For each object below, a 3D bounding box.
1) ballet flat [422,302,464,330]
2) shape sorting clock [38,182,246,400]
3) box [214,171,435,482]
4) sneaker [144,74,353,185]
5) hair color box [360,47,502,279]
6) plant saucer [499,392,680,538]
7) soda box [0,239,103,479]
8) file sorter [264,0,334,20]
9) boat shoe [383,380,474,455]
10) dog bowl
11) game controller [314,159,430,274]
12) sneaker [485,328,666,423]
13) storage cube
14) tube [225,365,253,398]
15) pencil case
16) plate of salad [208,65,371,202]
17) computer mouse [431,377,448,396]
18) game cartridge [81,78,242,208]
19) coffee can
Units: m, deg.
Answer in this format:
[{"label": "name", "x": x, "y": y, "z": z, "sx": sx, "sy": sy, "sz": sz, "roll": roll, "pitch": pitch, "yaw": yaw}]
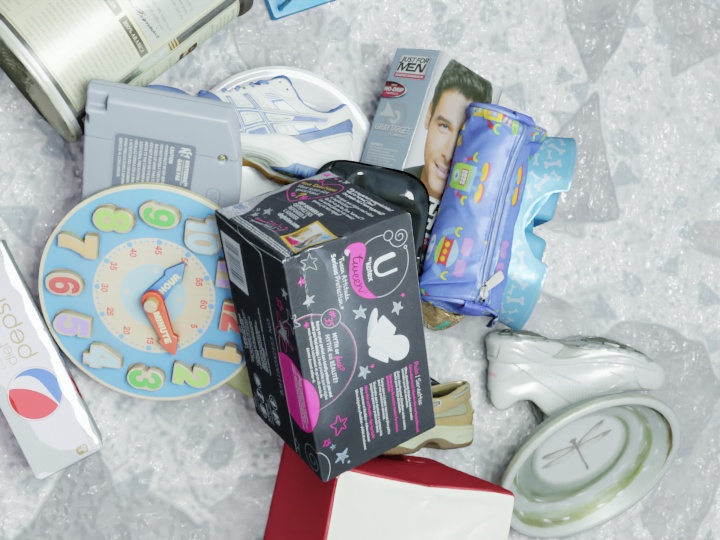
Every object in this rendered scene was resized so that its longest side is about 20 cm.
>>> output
[{"label": "ballet flat", "x": 0.105, "y": -0.037, "z": 1.069, "sx": 0.070, "sy": 0.065, "sz": 0.201, "roll": 12, "pitch": 86, "yaw": -21}, {"label": "shape sorting clock", "x": -0.177, "y": 0.022, "z": 0.921, "sx": 0.199, "sy": 0.039, "sz": 0.201, "roll": 0, "pitch": 112, "yaw": -1}, {"label": "box", "x": -0.026, "y": 0.040, "z": 0.871, "sx": 0.114, "sy": 0.132, "sz": 0.201, "roll": -21, "pitch": 119, "yaw": -24}, {"label": "sneaker", "x": -0.100, "y": -0.136, "z": 0.953, "sx": 0.199, "sy": 0.075, "sz": 0.089, "roll": 17, "pitch": 80, "yaw": -23}, {"label": "hair color box", "x": 0.056, "y": -0.098, "z": 1.024, "sx": 0.099, "sy": 0.061, "sz": 0.201, "roll": 20, "pitch": 87, "yaw": -44}, {"label": "plant saucer", "x": 0.223, "y": 0.187, "z": 1.086, "sx": 0.199, "sy": 0.050, "sz": 0.201, "roll": -12, "pitch": 131, "yaw": -14}, {"label": "soda box", "x": -0.294, "y": 0.076, "z": 0.933, "sx": 0.063, "sy": 0.068, "sz": 0.201, "roll": -27, "pitch": 98, "yaw": -13}, {"label": "file sorter", "x": -0.004, "y": -0.342, "z": 1.005, "sx": 0.199, "sy": 0.123, "sz": 0.139, "roll": -22, "pitch": 96, "yaw": -17}, {"label": "boat shoe", "x": 0.038, "y": 0.127, "z": 1.003, "sx": 0.200, "sy": 0.071, "sz": 0.077, "roll": 5, "pitch": 93, "yaw": -54}, {"label": "dog bowl", "x": 0.159, "y": -0.043, "z": 1.069, "sx": 0.049, "sy": 0.111, "sz": 0.201, "roll": 17, "pitch": 85, "yaw": -3}, {"label": "game controller", "x": 0.000, "y": 0.000, "z": 0.961, "sx": 0.104, "sy": 0.042, "sz": 0.201, "roll": 8, "pitch": 119, "yaw": -1}, {"label": "sneaker", "x": 0.217, "y": 0.117, "z": 1.109, "sx": 0.199, "sy": 0.078, "sz": 0.100, "roll": 7, "pitch": 96, "yaw": -11}, {"label": "storage cube", "x": 0.016, "y": 0.262, "z": 0.979, "sx": 0.170, "sy": 0.180, "sz": 0.201, "roll": 13, "pitch": 85, "yaw": -18}, {"label": "tube", "x": -0.101, "y": 0.089, "z": 1.005, "sx": 0.200, "sy": 0.052, "sz": 0.058, "roll": 32, "pitch": 69, "yaw": -13}, {"label": "pencil case", "x": 0.112, "y": -0.053, "z": 0.988, "sx": 0.078, "sy": 0.087, "sz": 0.201, "roll": 15, "pitch": 90, "yaw": -28}, {"label": "plate of salad", "x": -0.078, "y": -0.091, "z": 1.018, "sx": 0.199, "sy": 0.048, "sz": 0.201, "roll": -2, "pitch": 98, "yaw": -15}, {"label": "computer mouse", "x": 0.004, "y": 0.086, "z": 1.057, "sx": 0.200, "sy": 0.034, "sz": 0.059, "roll": 34, "pitch": 89, "yaw": -22}, {"label": "game cartridge", "x": -0.169, "y": -0.070, "z": 0.919, "sx": 0.133, "sy": 0.200, "sz": 0.042, "roll": 6, "pitch": 47, "yaw": -12}, {"label": "coffee can", "x": -0.213, "y": -0.227, "z": 0.922, "sx": 0.200, "sy": 0.146, "sz": 0.147, "roll": -41, "pitch": 102, "yaw": -14}]
